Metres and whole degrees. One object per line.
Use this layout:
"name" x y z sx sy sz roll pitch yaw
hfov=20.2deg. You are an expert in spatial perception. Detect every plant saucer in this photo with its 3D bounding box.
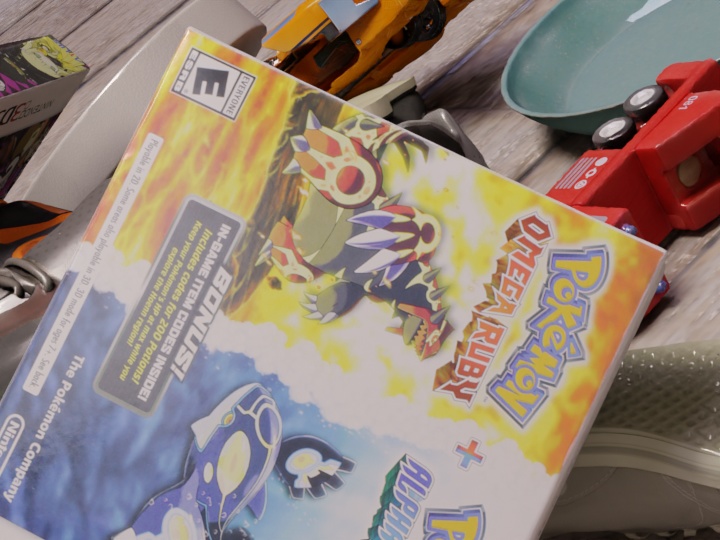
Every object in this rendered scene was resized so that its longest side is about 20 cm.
"plant saucer" 0.167 -0.125 1.035 0.199 0.036 0.200 -28 23 13

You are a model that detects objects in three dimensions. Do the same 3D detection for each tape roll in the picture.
"tape roll" -0.134 -0.082 1.226 0.203 0.037 0.203 -49 -1 -1

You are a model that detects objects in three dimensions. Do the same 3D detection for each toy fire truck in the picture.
"toy fire truck" 0.163 -0.047 0.865 0.200 0.049 0.141 -45 26 -27

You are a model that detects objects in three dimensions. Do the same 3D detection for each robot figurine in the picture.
"robot figurine" -0.019 -0.123 1.164 0.200 0.058 0.145 -37 -8 33

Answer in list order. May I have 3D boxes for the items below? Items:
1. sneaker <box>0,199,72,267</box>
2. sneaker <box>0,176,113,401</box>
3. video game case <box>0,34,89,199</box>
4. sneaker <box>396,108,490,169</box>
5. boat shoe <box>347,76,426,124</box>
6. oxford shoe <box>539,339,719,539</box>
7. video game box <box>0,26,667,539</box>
"sneaker" -0.178 0.045 0.930 0.111 0.078 0.201 6 56 34
"sneaker" -0.148 0.034 0.784 0.201 0.082 0.077 -56 26 -14
"video game case" -0.226 -0.023 1.014 0.200 0.036 0.181 -54 -2 15
"sneaker" 0.000 0.000 0.896 0.075 0.116 0.200 -12 30 40
"boat shoe" 0.006 -0.062 1.081 0.073 0.063 0.201 -27 8 8
"oxford shoe" 0.108 0.065 0.710 0.198 0.058 0.075 -5 29 22
"video game box" -0.020 0.047 0.675 0.201 0.181 0.047 -64 -7 -5
